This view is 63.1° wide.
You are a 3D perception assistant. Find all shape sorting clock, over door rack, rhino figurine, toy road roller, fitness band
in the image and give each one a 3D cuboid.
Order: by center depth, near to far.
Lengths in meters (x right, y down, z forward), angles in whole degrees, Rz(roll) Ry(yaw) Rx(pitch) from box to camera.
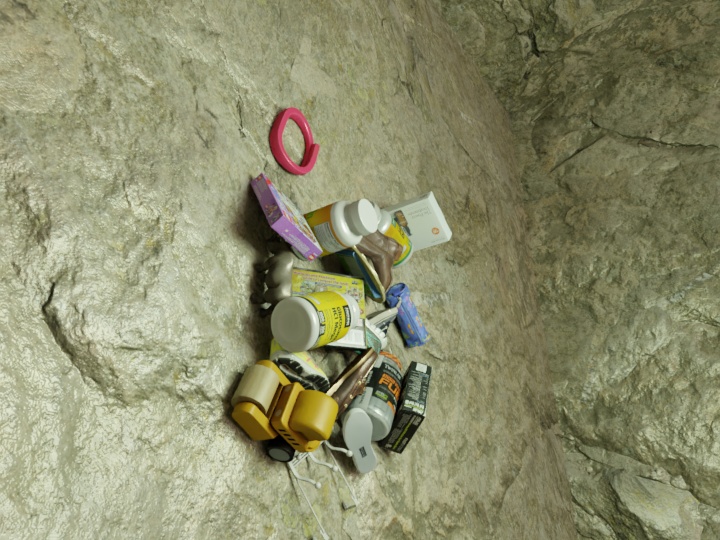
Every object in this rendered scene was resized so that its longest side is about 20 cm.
[{"bbox_3d":[-0.136,0.268,1.135,0.200,0.146,0.123,55,34,-29],"label":"toy road roller"},{"bbox_3d":[-0.067,0.447,1.240,0.148,0.066,0.201,-23,95,-60],"label":"over door rack"},{"bbox_3d":[-0.180,-0.003,1.261,0.060,0.087,0.201,36,46,-48],"label":"rhino figurine"},{"bbox_3d":[0.000,0.000,1.494,0.039,0.200,0.200,-32,107,-16],"label":"shape sorting clock"},{"bbox_3d":[-0.169,-0.330,1.506,0.144,0.037,0.200,46,38,-34],"label":"fitness band"}]

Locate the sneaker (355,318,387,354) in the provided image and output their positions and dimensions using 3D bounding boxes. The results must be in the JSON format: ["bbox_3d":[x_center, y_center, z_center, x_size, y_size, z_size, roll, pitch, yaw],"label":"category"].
[{"bbox_3d":[-0.022,0.145,1.426,0.200,0.078,0.091,40,39,-9],"label":"sneaker"}]

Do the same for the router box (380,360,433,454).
[{"bbox_3d":[0.116,0.349,1.489,0.062,0.200,0.150,18,44,-1],"label":"router box"}]

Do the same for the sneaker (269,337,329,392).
[{"bbox_3d":[-0.129,0.203,1.257,0.200,0.078,0.090,57,8,-46],"label":"sneaker"}]

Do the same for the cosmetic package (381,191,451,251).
[{"bbox_3d":[0.156,-0.136,1.783,0.151,0.200,0.052,59,33,-22],"label":"cosmetic package"}]

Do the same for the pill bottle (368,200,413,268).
[{"bbox_3d":[0.060,-0.104,1.693,0.200,0.113,0.113,48,38,-36],"label":"pill bottle"}]

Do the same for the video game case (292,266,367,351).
[{"bbox_3d":[-0.079,0.090,1.363,0.199,0.025,0.181,10,64,-28],"label":"video game case"}]

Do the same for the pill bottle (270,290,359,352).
[{"bbox_3d":[-0.086,0.101,1.238,0.200,0.112,0.113,-9,83,-59],"label":"pill bottle"}]

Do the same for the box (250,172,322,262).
[{"bbox_3d":[-0.166,-0.120,1.299,0.137,0.039,0.200,44,9,-40],"label":"box"}]

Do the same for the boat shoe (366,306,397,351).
[{"bbox_3d":[0.046,0.165,1.578,0.200,0.075,0.093,-22,95,-51],"label":"boat shoe"}]

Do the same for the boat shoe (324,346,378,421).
[{"bbox_3d":[-0.023,0.263,1.347,0.070,0.070,0.200,48,66,-3],"label":"boat shoe"}]

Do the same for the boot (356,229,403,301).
[{"bbox_3d":[0.014,-0.034,1.575,0.200,0.064,0.187,31,75,-42],"label":"boot"}]

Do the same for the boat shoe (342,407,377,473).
[{"bbox_3d":[-0.008,0.381,1.336,0.057,0.068,0.200,-132,-153,-52],"label":"boat shoe"}]

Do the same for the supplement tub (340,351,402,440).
[{"bbox_3d":[0.034,0.300,1.430,0.123,0.122,0.200,56,33,-27],"label":"supplement tub"}]

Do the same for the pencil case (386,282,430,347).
[{"bbox_3d":[0.137,0.134,1.733,0.087,0.078,0.200,-110,174,-75],"label":"pencil case"}]

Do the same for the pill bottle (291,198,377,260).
[{"bbox_3d":[-0.064,-0.101,1.392,0.111,0.200,0.111,35,47,-48],"label":"pill bottle"}]
